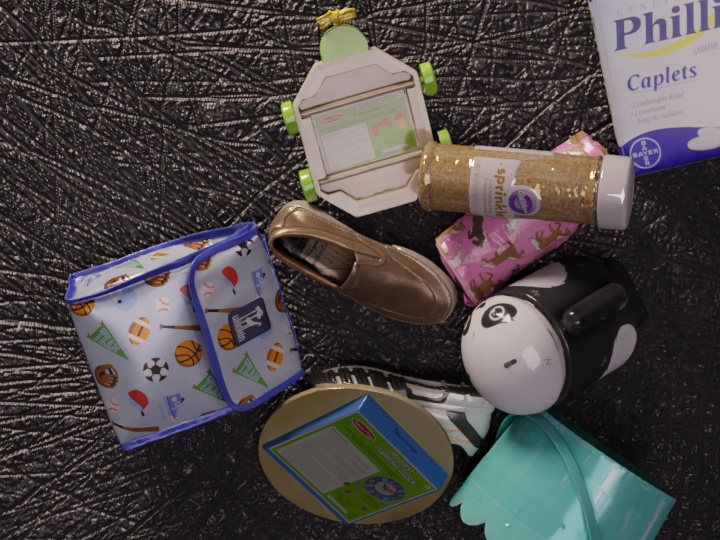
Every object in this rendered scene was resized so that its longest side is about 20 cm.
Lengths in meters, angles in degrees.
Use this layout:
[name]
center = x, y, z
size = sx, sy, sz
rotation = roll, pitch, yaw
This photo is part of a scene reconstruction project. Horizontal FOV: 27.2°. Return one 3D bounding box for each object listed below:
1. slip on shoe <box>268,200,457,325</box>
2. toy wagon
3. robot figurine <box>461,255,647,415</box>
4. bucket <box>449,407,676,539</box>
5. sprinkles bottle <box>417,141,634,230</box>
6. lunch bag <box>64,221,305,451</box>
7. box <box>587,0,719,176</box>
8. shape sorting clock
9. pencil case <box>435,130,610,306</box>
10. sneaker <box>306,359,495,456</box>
[slip on shoe]
center = 0.000, 0.000, 1.463
size = 0.199, 0.061, 0.076
rotation = 32, 118, -1
[toy wagon]
center = 0.002, -0.158, 1.458
size = 0.154, 0.040, 0.202
rotation = -15, 103, 0
[robot figurine]
center = 0.188, 0.058, 1.452
size = 0.199, 0.124, 0.151
rotation = -26, 136, -34
[bucket]
center = 0.204, 0.231, 1.482
size = 0.206, 0.207, 0.135
rotation = 33, 92, -10
[sprinkles bottle]
center = 0.156, -0.081, 1.404
size = 0.198, 0.068, 0.069
rotation = 6, 104, 15
[lunch bag]
center = -0.168, 0.059, 1.455
size = 0.198, 0.124, 0.172
rotation = -18, 107, -5
[box]
center = 0.318, -0.212, 1.415
size = 0.182, 0.105, 0.202
rotation = -12, 103, 11
[shape sorting clock]
center = -0.004, 0.186, 1.504
size = 0.198, 0.039, 0.201
rotation = 6, 133, 6
[pencil case]
center = 0.168, -0.050, 1.473
size = 0.199, 0.083, 0.087
rotation = -35, 75, 5
[sneaker]
center = 0.041, 0.143, 1.513
size = 0.198, 0.074, 0.081
rotation = 10, 109, -3
